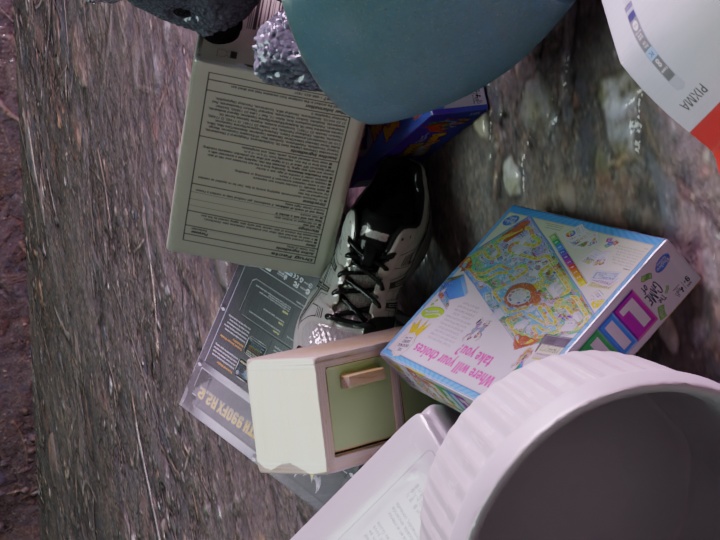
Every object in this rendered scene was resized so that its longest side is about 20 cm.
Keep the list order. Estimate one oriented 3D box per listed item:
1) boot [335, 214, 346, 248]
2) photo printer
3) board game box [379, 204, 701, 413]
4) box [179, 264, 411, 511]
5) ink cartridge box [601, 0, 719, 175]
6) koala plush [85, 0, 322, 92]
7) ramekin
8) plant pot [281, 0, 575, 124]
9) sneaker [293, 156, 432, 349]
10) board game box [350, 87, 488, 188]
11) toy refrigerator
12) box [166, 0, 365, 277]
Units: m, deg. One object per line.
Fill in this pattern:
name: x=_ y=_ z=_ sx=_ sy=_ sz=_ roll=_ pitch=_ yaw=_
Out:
boot: x=-0.060 y=-0.081 z=1.442 sx=0.165 sy=0.065 sz=0.201 roll=41 pitch=-151 yaw=-60
photo printer: x=0.025 y=0.208 z=1.053 sx=0.200 sy=0.069 sz=0.167 roll=-47 pitch=55 yaw=19
board game box: x=0.100 y=0.029 z=1.026 sx=0.034 sy=0.135 sz=0.200 roll=46 pitch=172 yaw=-20
box: x=-0.039 y=0.082 z=1.342 sx=0.200 sy=0.048 sz=0.159 roll=31 pitch=102 yaw=39
ink cartridge box: x=0.183 y=-0.118 z=0.848 sx=0.160 sy=0.047 sz=0.201 roll=127 pitch=135 yaw=-63
koala plush: x=-0.082 y=-0.219 z=1.122 sx=0.177 sy=0.199 sz=0.185 roll=-51 pitch=-48 yaw=-54
ramekin: x=0.125 y=0.137 z=0.889 sx=0.105 sy=0.199 sz=0.201 roll=-138 pitch=44 yaw=-68
plant pot: x=0.055 y=-0.194 z=1.016 sx=0.134 sy=0.200 sz=0.201 roll=-4 pitch=94 yaw=30
sneaker: x=0.000 y=0.000 z=1.241 sx=0.088 sy=0.075 sz=0.201 roll=93 pitch=-167 yaw=-52
board game box: x=0.026 y=-0.153 z=1.284 sx=0.200 sy=0.045 sz=0.135 roll=146 pitch=114 yaw=-69
toy refrigerator: x=0.019 y=0.081 z=1.158 sx=0.070 sy=0.199 sz=0.076 roll=-4 pitch=93 yaw=42
box: x=-0.065 y=-0.106 z=1.262 sx=0.200 sy=0.127 sz=0.109 roll=106 pitch=172 yaw=-48
